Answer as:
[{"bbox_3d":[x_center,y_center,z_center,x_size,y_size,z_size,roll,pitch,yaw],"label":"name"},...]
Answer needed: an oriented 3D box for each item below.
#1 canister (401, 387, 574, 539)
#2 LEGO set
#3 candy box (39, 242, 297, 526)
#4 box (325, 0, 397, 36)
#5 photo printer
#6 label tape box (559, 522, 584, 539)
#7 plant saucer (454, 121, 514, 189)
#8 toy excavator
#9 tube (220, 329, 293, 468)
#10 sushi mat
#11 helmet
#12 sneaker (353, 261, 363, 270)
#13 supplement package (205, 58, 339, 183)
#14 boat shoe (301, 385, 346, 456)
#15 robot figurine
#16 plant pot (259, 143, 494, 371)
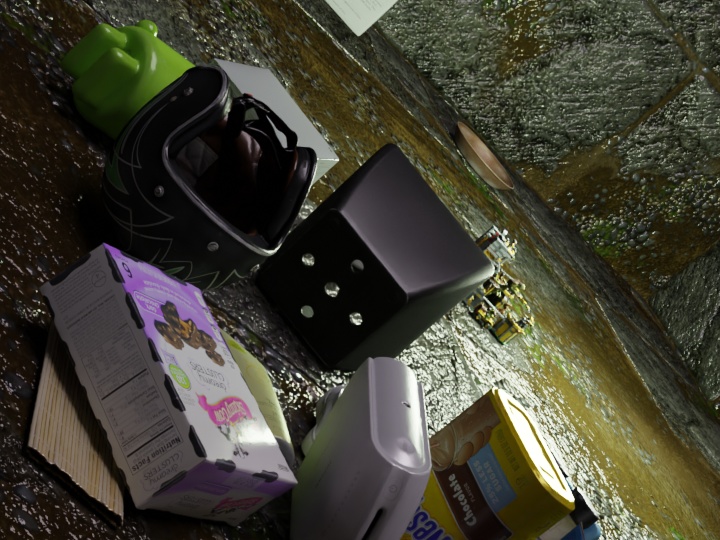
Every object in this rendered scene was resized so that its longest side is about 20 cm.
[{"bbox_3d":[0.085,0.220,1.417,0.086,0.200,0.149,38,18,-41],"label":"canister"},{"bbox_3d":[0.239,0.017,2.565,0.154,0.116,0.200,47,15,-12],"label":"LEGO set"},{"bbox_3d":[-0.151,0.096,1.229,0.201,0.071,0.168,61,12,23],"label":"candy box"},{"bbox_3d":[-0.017,-0.658,3.472,0.200,0.131,0.199,47,14,-11],"label":"box"},{"bbox_3d":[-0.003,0.186,1.322,0.069,0.167,0.200,26,20,-11],"label":"photo printer"},{"bbox_3d":[0.138,0.328,1.307,0.063,0.200,0.144,46,15,-14],"label":"label tape box"},{"bbox_3d":[0.277,-0.256,3.542,0.200,0.037,0.201,46,16,-17],"label":"plant saucer"},{"bbox_3d":[0.260,0.328,1.920,0.195,0.100,0.200,58,7,23],"label":"toy excavator"},{"bbox_3d":[-0.101,0.116,1.402,0.200,0.051,0.058,-114,-158,-60],"label":"tube"},{"bbox_3d":[-0.211,0.110,1.180,0.096,0.012,0.200,43,16,-23],"label":"sushi mat"},{"bbox_3d":[-0.154,-0.078,1.471,0.199,0.192,0.200,27,-16,8],"label":"helmet"},{"bbox_3d":[0.018,-0.028,2.144,0.200,0.075,0.089,51,0,-19],"label":"sneaker"},{"bbox_3d":[-0.138,-0.162,1.891,0.156,0.111,0.200,52,14,7],"label":"supplement package"},{"bbox_3d":[-0.010,0.151,1.573,0.072,0.068,0.200,50,14,2],"label":"boat shoe"},{"bbox_3d":[-0.229,-0.186,1.663,0.200,0.116,0.176,33,19,-49],"label":"robot figurine"},{"bbox_3d":[0.000,0.000,1.769,0.200,0.199,0.177,51,25,5],"label":"plant pot"}]
